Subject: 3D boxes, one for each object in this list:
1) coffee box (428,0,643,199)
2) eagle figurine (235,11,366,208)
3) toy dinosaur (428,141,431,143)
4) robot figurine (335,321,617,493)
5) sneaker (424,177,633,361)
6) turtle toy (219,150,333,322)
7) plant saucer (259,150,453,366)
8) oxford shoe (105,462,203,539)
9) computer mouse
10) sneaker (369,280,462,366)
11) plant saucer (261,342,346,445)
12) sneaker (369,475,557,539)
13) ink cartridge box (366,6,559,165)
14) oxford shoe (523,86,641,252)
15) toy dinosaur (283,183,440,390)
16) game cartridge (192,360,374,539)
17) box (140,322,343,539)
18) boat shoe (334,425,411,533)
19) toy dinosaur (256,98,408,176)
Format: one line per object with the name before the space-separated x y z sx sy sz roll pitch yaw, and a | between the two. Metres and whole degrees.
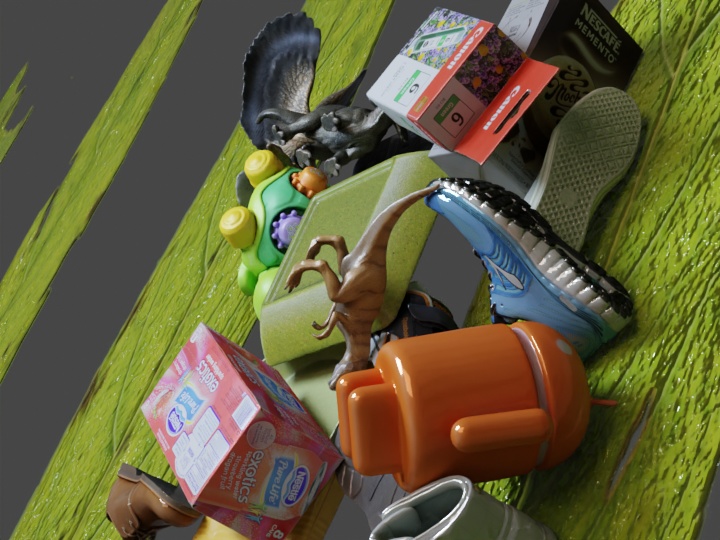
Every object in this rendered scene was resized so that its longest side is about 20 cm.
coffee box | 0.162 -0.153 1.358 0.080 0.113 0.201 -4 53 55
eagle figurine | -0.063 -0.167 1.693 0.152 0.150 0.201 106 165 -54
toy dinosaur | 0.111 -0.169 1.434 0.102 0.077 0.200 -3 40 52
robot figurine | 0.084 0.099 1.110 0.144 0.198 0.117 105 154 -62
sneaker | 0.118 0.000 1.194 0.200 0.078 0.090 44 112 22
turtle toy | -0.069 -0.023 1.541 0.100 0.146 0.201 -1 53 30
plant saucer | -0.013 -0.021 1.385 0.199 0.048 0.201 -21 38 50
oxford shoe | -0.207 0.241 1.481 0.072 0.071 0.200 -63 18 -14
computer mouse | 0.080 -0.103 1.497 0.199 0.046 0.141 -23 32 22
sneaker | 0.054 0.070 1.284 0.079 0.078 0.200 -41 32 5
plant saucer | -0.068 0.145 1.362 0.200 0.031 0.201 -37 31 26
sneaker | 0.033 0.225 1.085 0.200 0.115 0.074 -43 30 16
ink cartridge box | 0.085 -0.165 1.308 0.109 0.050 0.200 -51 24 1
oxford shoe | 0.181 -0.075 1.287 0.201 0.075 0.058 -62 4 -22
toy dinosaur | 0.000 0.000 1.257 0.060 0.106 0.201 -32 -41 -66
game cartridge | -0.066 0.178 1.380 0.176 0.032 0.201 -10 46 52
box | -0.107 0.140 1.288 0.103 0.094 0.200 -54 27 3
boat shoe | 0.033 0.167 1.205 0.076 0.071 0.200 -60 28 20
toy dinosaur | -0.022 -0.141 1.524 0.199 0.078 0.102 -6 12 44
